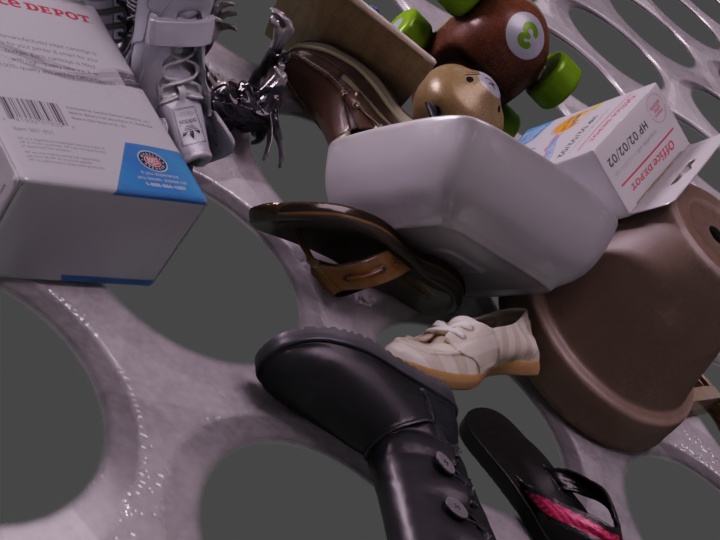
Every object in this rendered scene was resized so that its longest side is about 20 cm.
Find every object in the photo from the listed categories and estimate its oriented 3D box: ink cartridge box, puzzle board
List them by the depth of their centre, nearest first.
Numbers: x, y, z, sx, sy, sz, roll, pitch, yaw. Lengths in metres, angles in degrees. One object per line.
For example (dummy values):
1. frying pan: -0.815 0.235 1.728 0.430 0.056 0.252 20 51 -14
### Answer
1. ink cartridge box: -0.212 -0.093 0.889 0.144 0.084 0.201 4 44 -46
2. ink cartridge box: 0.199 -0.091 1.159 0.115 0.199 0.068 -44 107 -36
3. puzzle board: -0.012 -0.207 1.236 0.150 0.017 0.200 37 -14 -4

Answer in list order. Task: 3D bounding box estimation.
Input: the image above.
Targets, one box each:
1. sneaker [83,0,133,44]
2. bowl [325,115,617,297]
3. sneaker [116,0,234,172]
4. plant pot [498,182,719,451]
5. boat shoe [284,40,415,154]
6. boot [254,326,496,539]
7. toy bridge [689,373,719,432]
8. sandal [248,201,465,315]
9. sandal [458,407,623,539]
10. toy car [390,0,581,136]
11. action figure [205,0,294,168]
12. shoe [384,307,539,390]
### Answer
1. sneaker: -0.177 -0.209 1.012 0.081 0.200 0.074 48 63 -6
2. bowl: 0.080 -0.038 1.081 0.199 0.198 0.076 29 70 -34
3. sneaker: -0.126 -0.144 0.958 0.074 0.201 0.116 -12 60 -38
4. plant pot: 0.244 0.025 1.149 0.199 0.175 0.202 27 38 -24
5. boat shoe: -0.004 -0.130 1.214 0.202 0.075 0.075 39 48 17
6. boot: 0.017 0.140 0.857 0.163 0.066 0.202 20 38 -29
7. toy bridge: 0.316 0.123 1.272 0.067 0.027 0.201 3 45 -50
8. sandal: 0.000 0.000 1.043 0.199 0.081 0.055 31 62 -36
9. sandal: 0.149 0.170 0.981 0.200 0.045 0.075 49 29 19
10. toy car: 0.107 -0.166 1.286 0.164 0.157 0.201 41 32 -19
11. action figure: -0.114 -0.182 1.124 0.200 0.102 0.119 46 17 17
12. shoe: 0.077 0.055 1.029 0.069 0.054 0.199 11 5 33
